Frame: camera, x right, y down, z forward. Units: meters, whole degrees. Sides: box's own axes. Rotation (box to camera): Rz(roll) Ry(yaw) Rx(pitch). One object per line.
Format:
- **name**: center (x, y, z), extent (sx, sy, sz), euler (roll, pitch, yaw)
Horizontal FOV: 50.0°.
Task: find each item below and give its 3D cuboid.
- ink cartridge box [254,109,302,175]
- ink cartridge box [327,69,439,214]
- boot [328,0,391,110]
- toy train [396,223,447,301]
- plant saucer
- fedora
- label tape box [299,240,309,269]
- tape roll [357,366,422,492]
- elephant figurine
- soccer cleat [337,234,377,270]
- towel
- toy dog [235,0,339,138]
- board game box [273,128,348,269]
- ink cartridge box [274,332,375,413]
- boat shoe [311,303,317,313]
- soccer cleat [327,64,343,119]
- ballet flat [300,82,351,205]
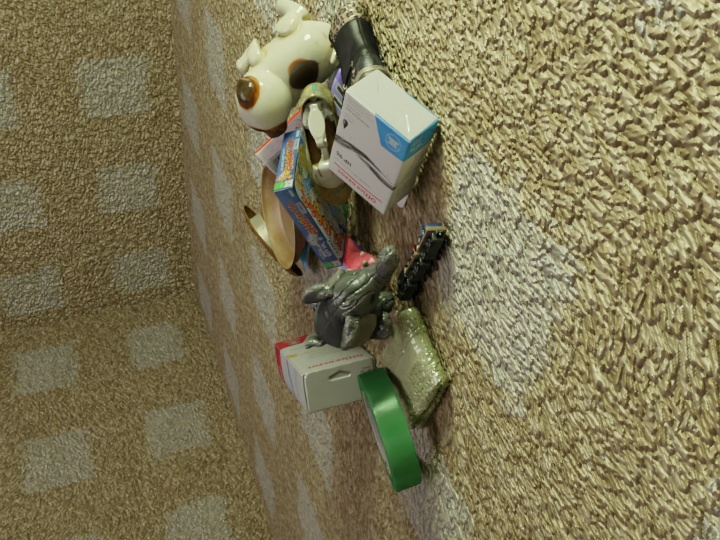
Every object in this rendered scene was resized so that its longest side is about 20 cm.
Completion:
- **ink cartridge box**: center (-0.125, -0.256, 1.392), extent (0.057, 0.162, 0.200), euler (48, 178, -35)
- **ink cartridge box**: center (0.024, -0.163, 1.082), extent (0.116, 0.068, 0.201), euler (41, 149, 14)
- **boot**: center (-0.005, -0.284, 1.158), extent (0.200, 0.072, 0.152), euler (100, 158, -66)
- **toy train**: center (0.086, -0.014, 1.115), extent (0.200, 0.034, 0.046), euler (113, 153, -60)
- **plant saucer**: center (-0.141, -0.105, 1.447), extent (0.200, 0.035, 0.203), euler (168, 90, -69)
- **fedora**: center (-0.173, -0.081, 1.698), extent (0.201, 0.082, 0.201), euler (51, -176, -5)
- **label tape box**: center (-0.108, -0.125, 1.492), extent (0.144, 0.065, 0.201), euler (100, 149, -47)
- **tape roll**: center (0.048, 0.265, 1.294), extent (0.200, 0.048, 0.203), euler (161, 90, -84)
- **elephant figurine**: center (-0.018, 0.046, 1.163), extent (0.200, 0.140, 0.157), euler (63, -143, -79)
- **soccer cleat**: center (0.000, 0.000, 1.349), extent (0.077, 0.067, 0.200), euler (47, 179, -44)
- **towel**: center (0.080, 0.160, 1.225), extent (0.201, 0.036, 0.150), euler (110, 143, -57)
- **toy dog**: center (-0.122, -0.313, 1.267), extent (0.193, 0.201, 0.140), euler (31, 165, 37)
- **board game box**: center (-0.078, -0.117, 1.294), extent (0.201, 0.034, 0.137), euler (57, -151, -46)
- **ink cartridge box**: center (-0.071, 0.191, 1.513), extent (0.200, 0.146, 0.087), euler (-145, 46, -65)
- **boat shoe**: center (-0.053, 0.089, 1.535), extent (0.200, 0.071, 0.073), euler (-140, 36, -76)
- **soccer cleat**: center (-0.017, -0.235, 1.255), extent (0.073, 0.068, 0.202), euler (26, 124, 34)
- **ballet flat**: center (-0.057, -0.190, 1.213), extent (0.071, 0.070, 0.202), euler (-142, 38, -62)
